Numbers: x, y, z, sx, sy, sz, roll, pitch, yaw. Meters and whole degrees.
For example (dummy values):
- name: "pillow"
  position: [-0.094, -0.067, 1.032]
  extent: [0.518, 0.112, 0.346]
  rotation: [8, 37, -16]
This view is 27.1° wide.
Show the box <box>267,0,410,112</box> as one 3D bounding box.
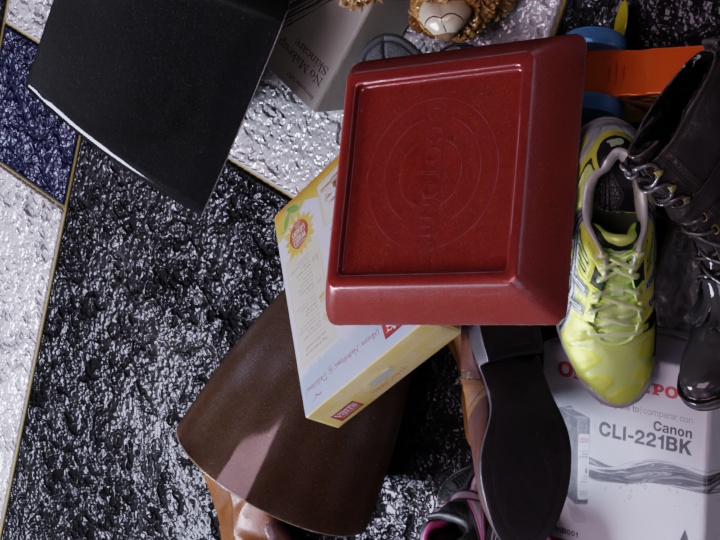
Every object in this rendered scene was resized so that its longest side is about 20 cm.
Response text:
- name: "box"
  position: [0.000, -0.234, 1.237]
  extent: [0.082, 0.068, 0.201]
  rotation: [44, 123, 24]

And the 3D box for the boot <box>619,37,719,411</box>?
- name: "boot"
  position: [0.223, -0.028, 0.988]
  extent: [0.069, 0.174, 0.201]
  rotation: [10, 68, 51]

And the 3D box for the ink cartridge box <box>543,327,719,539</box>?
- name: "ink cartridge box"
  position: [0.215, 0.150, 1.123]
  extent: [0.143, 0.083, 0.202]
  rotation: [9, 104, 39]

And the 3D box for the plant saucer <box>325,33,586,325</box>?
- name: "plant saucer"
  position: [0.055, -0.064, 1.042]
  extent: [0.198, 0.037, 0.202]
  rotation: [-1, 78, 35]

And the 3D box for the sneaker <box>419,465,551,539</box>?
- name: "sneaker"
  position: [0.085, 0.201, 1.191]
  extent: [0.200, 0.085, 0.081]
  rotation: [-173, 81, -78]

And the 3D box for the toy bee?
- name: "toy bee"
  position: [0.170, -0.139, 1.109]
  extent: [0.199, 0.109, 0.132]
  rotation: [25, 84, 20]

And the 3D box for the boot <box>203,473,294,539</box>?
- name: "boot"
  position: [-0.073, 0.233, 1.412]
  extent: [0.187, 0.068, 0.202]
  rotation: [-18, 80, 48]

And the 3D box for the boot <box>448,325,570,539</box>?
- name: "boot"
  position: [0.096, 0.119, 1.142]
  extent: [0.200, 0.068, 0.190]
  rotation: [121, 137, -76]

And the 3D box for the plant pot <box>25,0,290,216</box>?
- name: "plant pot"
  position: [-0.168, -0.203, 1.258]
  extent: [0.176, 0.201, 0.201]
  rotation: [22, 119, -10]

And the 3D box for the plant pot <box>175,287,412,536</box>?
- name: "plant pot"
  position: [-0.031, 0.089, 1.275]
  extent: [0.186, 0.186, 0.201]
  rotation: [33, 101, 30]

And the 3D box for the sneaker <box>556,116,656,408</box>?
- name: "sneaker"
  position: [0.167, -0.001, 1.023]
  extent: [0.075, 0.076, 0.202]
  rotation: [-6, 100, 6]

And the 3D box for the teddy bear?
- name: "teddy bear"
  position: [0.042, -0.246, 1.127]
  extent: [0.067, 0.143, 0.201]
  rotation: [-103, 0, -49]

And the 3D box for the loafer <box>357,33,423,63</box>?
- name: "loafer"
  position: [0.076, -0.109, 1.212]
  extent: [0.072, 0.063, 0.201]
  rotation: [-38, 88, 11]

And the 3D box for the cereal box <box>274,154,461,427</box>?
- name: "cereal box"
  position: [0.000, 0.000, 1.152]
  extent: [0.144, 0.039, 0.202]
  rotation: [-40, 45, 33]
